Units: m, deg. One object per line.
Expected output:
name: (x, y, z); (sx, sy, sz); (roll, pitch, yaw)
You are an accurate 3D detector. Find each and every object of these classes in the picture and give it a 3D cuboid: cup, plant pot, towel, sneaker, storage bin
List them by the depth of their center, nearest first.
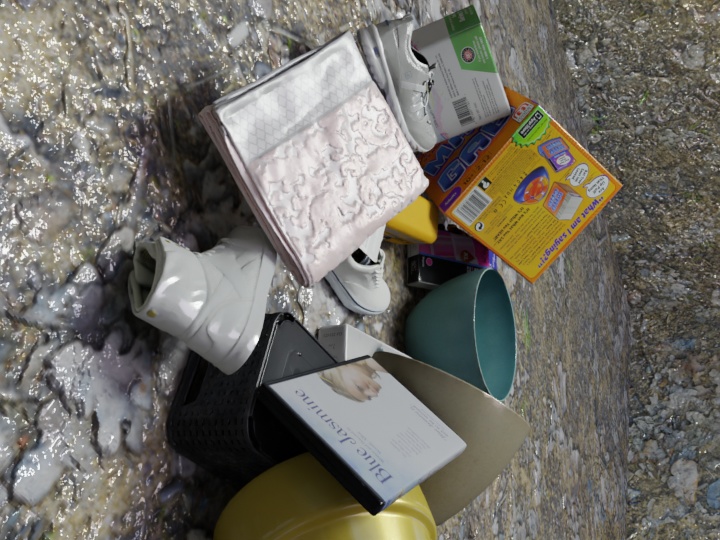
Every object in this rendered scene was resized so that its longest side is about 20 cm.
plant pot: (-0.011, 0.286, 0.617); (0.201, 0.201, 0.189); (55, 4, -42)
sneaker: (-0.142, -0.006, 0.648); (0.115, 0.074, 0.200); (34, 23, -22)
towel: (-0.033, -0.114, 0.707); (0.200, 0.032, 0.191); (-41, 110, -33)
storage bin: (-0.080, 0.145, 0.712); (0.200, 0.094, 0.135); (51, 40, -43)
cup: (0.074, 0.203, 0.825); (0.200, 0.200, 0.143); (45, 67, -50)
sneaker: (0.000, 0.000, 0.924); (0.200, 0.071, 0.073); (44, 46, -50)
sneaker: (0.069, -0.238, 0.939); (0.075, 0.082, 0.200); (-104, 167, -44)
plant pot: (0.147, 0.102, 1.107); (0.200, 0.134, 0.201); (22, 65, -59)

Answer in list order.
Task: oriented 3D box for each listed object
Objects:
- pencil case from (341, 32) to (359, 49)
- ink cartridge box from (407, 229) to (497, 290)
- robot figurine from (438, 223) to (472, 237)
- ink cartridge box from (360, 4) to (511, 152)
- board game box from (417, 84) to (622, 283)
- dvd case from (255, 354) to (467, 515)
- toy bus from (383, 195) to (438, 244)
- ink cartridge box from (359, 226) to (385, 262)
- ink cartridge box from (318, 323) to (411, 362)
pencil case: (0.001, -0.206, 0.963); (0.086, 0.084, 0.200); (-47, 132, -19)
ink cartridge box: (0.163, -0.009, 1.188); (0.200, 0.037, 0.095); (12, 72, -34)
robot figurine: (0.172, 0.014, 1.260); (0.145, 0.058, 0.201); (20, 66, -57)
ink cartridge box: (0.095, -0.263, 1.027); (0.084, 0.200, 0.145); (-91, 157, -51)
board game box: (0.233, -0.144, 1.126); (0.200, 0.200, 0.200); (35, 13, -25)
dvd case: (0.009, 0.139, 0.662); (0.018, 0.143, 0.200); (-56, 158, 17)
toy bus: (0.035, -0.082, 0.994); (0.200, 0.078, 0.065); (16, 78, -61)
ink cartridge box: (-0.044, -0.120, 0.849); (0.200, 0.050, 0.161); (44, 44, -31)
ink cartridge box: (0.009, 0.179, 0.924); (0.200, 0.045, 0.177); (33, 54, -56)
